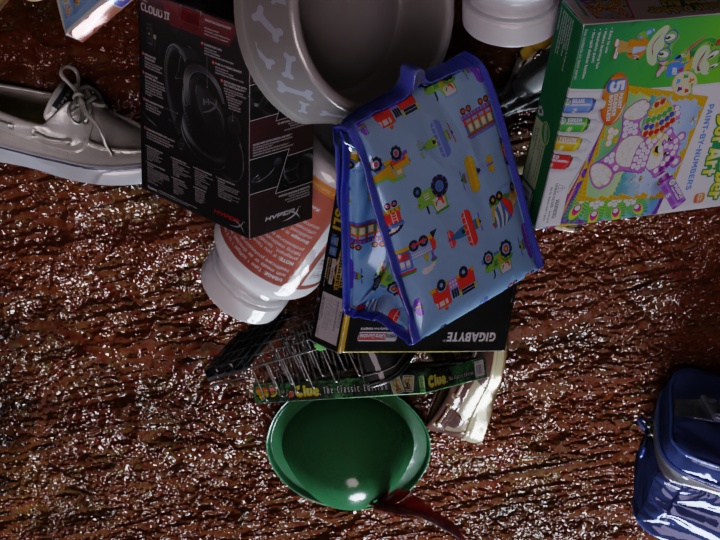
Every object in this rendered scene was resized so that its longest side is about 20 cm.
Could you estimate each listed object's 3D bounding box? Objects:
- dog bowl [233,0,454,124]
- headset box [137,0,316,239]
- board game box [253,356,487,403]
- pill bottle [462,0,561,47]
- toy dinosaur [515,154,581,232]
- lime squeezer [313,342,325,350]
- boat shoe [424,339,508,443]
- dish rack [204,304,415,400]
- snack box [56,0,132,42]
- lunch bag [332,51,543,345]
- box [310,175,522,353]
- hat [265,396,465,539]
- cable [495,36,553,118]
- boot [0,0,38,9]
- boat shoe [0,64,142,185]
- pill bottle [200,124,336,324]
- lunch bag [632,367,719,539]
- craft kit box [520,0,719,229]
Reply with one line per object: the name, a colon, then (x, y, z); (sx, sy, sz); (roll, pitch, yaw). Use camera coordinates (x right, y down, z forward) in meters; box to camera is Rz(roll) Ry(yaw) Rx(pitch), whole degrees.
dog bowl: (-0.006, -0.210, 1.531); (0.058, 0.200, 0.201); (6, 139, 48)
headset box: (-0.112, -0.148, 1.602); (0.148, 0.077, 0.202); (23, 121, 41)
board game box: (0.008, 0.103, 1.801); (0.199, 0.104, 0.024); (-6, 90, 36)
pill bottle: (0.121, -0.282, 1.514); (0.111, 0.112, 0.201); (3, 128, 5)
toy dinosaur: (0.183, -0.091, 1.684); (0.198, 0.058, 0.102); (-13, 129, -14)
lime squeezer: (0.000, 0.000, 1.730); (0.038, 0.200, 0.071); (40, 151, -1)
boat shoe: (0.098, 0.084, 1.831); (0.071, 0.072, 0.201); (9, 135, -2)
dish rack: (-0.041, 0.069, 1.781); (0.199, 0.153, 0.055); (-15, 105, 23)
snack box: (-0.178, -0.273, 1.584); (0.199, 0.072, 0.024); (-35, 149, 29)
lunch bag: (0.054, -0.069, 1.544); (0.094, 0.150, 0.201); (22, 132, 45)
box: (0.056, -0.011, 1.667); (0.199, 0.049, 0.161); (2, 100, -42)
hat: (-0.014, 0.221, 1.880); (0.165, 0.177, 0.200); (28, 126, -14)
cable: (0.142, -0.161, 1.664); (0.097, 0.051, 0.199); (35, 137, -27)
boot: (-0.301, -0.288, 1.575); (0.200, 0.071, 0.144); (-18, 121, 36)
boat shoe: (-0.258, -0.137, 1.706); (0.200, 0.075, 0.087); (12, 127, 10)
pill bottle: (-0.061, -0.048, 1.719); (0.112, 0.113, 0.200); (27, 126, -14)
lunch bag: (0.352, 0.179, 1.829); (0.198, 0.136, 0.133); (16, 128, -4)
craft kit box: (0.240, -0.135, 1.603); (0.196, 0.049, 0.201); (-10, 131, -24)
